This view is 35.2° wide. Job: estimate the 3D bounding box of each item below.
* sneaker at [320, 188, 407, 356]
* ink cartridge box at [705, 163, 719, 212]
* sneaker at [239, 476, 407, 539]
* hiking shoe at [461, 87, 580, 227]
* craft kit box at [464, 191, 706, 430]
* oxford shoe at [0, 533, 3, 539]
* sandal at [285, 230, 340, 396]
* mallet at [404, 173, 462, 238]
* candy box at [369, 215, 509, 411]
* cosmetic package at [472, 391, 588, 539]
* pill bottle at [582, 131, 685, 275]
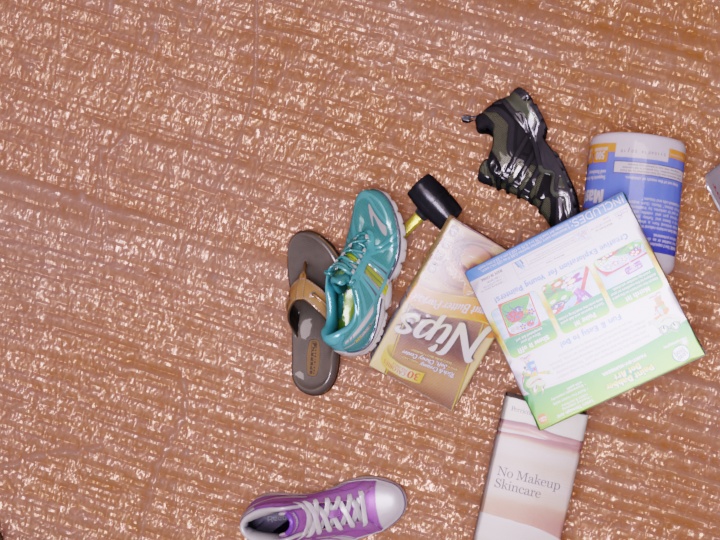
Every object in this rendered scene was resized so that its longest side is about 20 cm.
[{"bbox_3d":[0.000,0.000,1.325,0.077,0.079,0.201,3,81,40],"label":"sneaker"},{"bbox_3d":[0.471,-0.076,1.259,0.083,0.200,0.146,-26,85,1],"label":"ink cartridge box"},{"bbox_3d":[-0.044,0.293,1.339,0.199,0.114,0.073,-11,85,4],"label":"sneaker"},{"bbox_3d":[0.195,-0.112,1.360,0.100,0.076,0.201,-24,76,13],"label":"hiking shoe"},{"bbox_3d":[0.246,0.046,1.254,0.199,0.048,0.198,-27,79,15],"label":"craft kit box"},{"bbox_3d":[-0.500,0.402,1.410,0.084,0.073,0.200,38,95,-9],"label":"oxford shoe"},{"bbox_3d":[-0.063,0.052,1.372,0.081,0.055,0.201,5,92,27],"label":"sandal"},{"bbox_3d":[0.043,-0.022,1.385,0.066,0.041,0.200,39,96,4],"label":"mallet"},{"bbox_3d":[0.107,0.050,1.345,0.115,0.055,0.201,29,97,-2],"label":"candy box"},{"bbox_3d":[0.196,0.252,1.328,0.103,0.087,0.201,11,88,8],"label":"cosmetic package"},{"bbox_3d":[0.312,-0.053,1.317,0.111,0.112,0.201,7,88,6],"label":"pill bottle"}]
